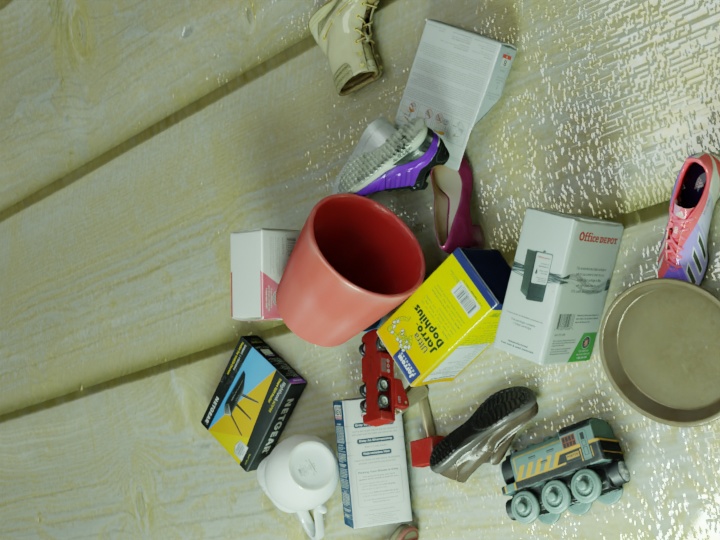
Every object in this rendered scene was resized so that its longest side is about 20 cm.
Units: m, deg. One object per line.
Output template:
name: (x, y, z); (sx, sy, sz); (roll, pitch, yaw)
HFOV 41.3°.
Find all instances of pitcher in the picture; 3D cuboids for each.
pitcher: (-0.093, 0.366, 1.599); (0.172, 0.121, 0.200); (56, 154, 9)

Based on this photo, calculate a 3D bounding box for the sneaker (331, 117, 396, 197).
sneaker: (0.016, -0.147, 1.551); (0.085, 0.073, 0.200); (46, 136, 19)

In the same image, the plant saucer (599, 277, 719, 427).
plant saucer: (0.408, 0.105, 1.244); (0.200, 0.029, 0.201); (13, 110, 38)

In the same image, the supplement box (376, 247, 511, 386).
supplement box: (0.141, 0.070, 1.436); (0.200, 0.109, 0.110); (-48, 62, 28)

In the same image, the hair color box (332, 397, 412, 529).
hair color box: (0.019, 0.303, 1.530); (0.061, 0.100, 0.201); (158, 108, -72)

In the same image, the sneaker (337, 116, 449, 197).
sneaker: (0.054, -0.147, 1.464); (0.200, 0.099, 0.070); (-30, 41, 38)

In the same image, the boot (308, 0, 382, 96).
boot: (0.006, -0.400, 1.580); (0.200, 0.073, 0.156); (-33, 68, 36)

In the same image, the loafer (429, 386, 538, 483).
loafer: (0.193, 0.247, 1.427); (0.200, 0.071, 0.073); (-41, 20, 24)

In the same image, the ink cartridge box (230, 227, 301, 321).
ink cartridge box: (-0.114, 0.009, 1.589); (0.083, 0.200, 0.147); (-4, 87, 43)

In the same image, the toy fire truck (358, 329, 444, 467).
toy fire truck: (0.066, 0.200, 1.495); (0.049, 0.141, 0.201); (-24, 58, 44)

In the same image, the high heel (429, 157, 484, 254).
high heel: (0.126, -0.117, 1.460); (0.067, 0.096, 0.201); (-21, 76, 37)

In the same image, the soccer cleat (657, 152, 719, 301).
soccer cleat: (0.418, -0.054, 1.234); (0.068, 0.073, 0.201); (19, 102, 37)

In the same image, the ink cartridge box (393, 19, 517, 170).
ink cartridge box: (0.141, -0.272, 1.481); (0.162, 0.050, 0.201); (32, 112, 41)

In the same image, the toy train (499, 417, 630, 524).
toy train: (0.281, 0.285, 1.340); (0.200, 0.085, 0.114); (-32, 57, 37)

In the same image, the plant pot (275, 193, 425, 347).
plant pot: (-0.030, 0.011, 1.453); (0.177, 0.200, 0.201); (-49, 60, 40)

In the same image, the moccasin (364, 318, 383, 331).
moccasin: (0.000, 0.000, 1.579); (0.080, 0.068, 0.201); (-16, 79, 38)

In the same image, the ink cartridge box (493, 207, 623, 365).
ink cartridge box: (0.273, 0.020, 1.307); (0.083, 0.146, 0.201); (19, 100, 39)

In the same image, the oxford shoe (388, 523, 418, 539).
oxford shoe: (0.026, 0.479, 1.548); (0.075, 0.070, 0.200); (43, 114, 37)

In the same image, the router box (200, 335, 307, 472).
router box: (-0.197, 0.241, 1.745); (0.149, 0.051, 0.200); (38, 112, 32)
